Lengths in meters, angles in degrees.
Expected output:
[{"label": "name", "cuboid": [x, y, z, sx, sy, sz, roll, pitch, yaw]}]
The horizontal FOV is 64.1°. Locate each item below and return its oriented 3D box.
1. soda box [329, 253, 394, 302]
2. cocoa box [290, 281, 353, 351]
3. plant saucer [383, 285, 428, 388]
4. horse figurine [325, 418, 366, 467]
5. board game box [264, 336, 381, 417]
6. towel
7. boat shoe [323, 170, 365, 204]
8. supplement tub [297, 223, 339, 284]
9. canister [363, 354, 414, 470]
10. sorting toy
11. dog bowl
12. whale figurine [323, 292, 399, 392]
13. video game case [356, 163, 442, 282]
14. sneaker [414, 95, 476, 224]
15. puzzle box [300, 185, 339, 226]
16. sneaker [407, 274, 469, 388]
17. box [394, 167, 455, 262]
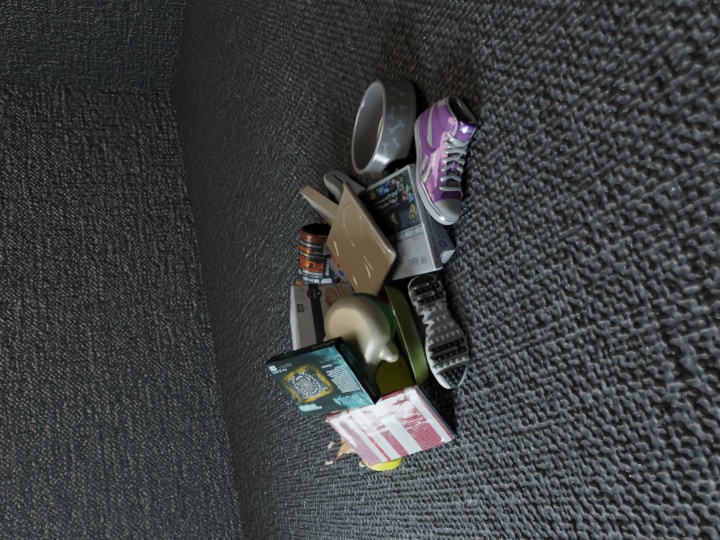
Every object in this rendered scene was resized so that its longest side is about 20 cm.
[{"label": "soda box", "cuboid": [0.000, 0.000, 1.261, 0.200, 0.063, 0.070, -138, 48, -55]}, {"label": "cocoa box", "cuboid": [-0.072, 0.140, 1.198, 0.134, 0.131, 0.201, 99, 164, -47]}, {"label": "plant saucer", "cuboid": [0.088, 0.119, 1.063, 0.200, 0.031, 0.201, 162, 90, -89]}, {"label": "horse figurine", "cuboid": [-0.041, 0.381, 1.392, 0.132, 0.050, 0.201, -25, 65, 35]}, {"label": "board game box", "cuboid": [-0.072, 0.200, 1.052, 0.200, 0.028, 0.136, -21, 109, 41]}, {"label": "towel", "cuboid": [0.055, 0.285, 1.056, 0.200, 0.144, 0.023, -27, 24, 28]}, {"label": "boat shoe", "cuboid": [-0.022, -0.154, 1.287, 0.200, 0.072, 0.071, -124, 18, -47]}, {"label": "supplement tub", "cuboid": [-0.102, -0.008, 1.423, 0.107, 0.107, 0.201, 39, 130, 56]}, {"label": "canister", "cuboid": [0.048, 0.279, 1.159, 0.149, 0.086, 0.201, -110, 23, -51]}, {"label": "sorting toy", "cuboid": [0.001, -0.044, 1.111, 0.185, 0.036, 0.200, 58, 151, 28]}, {"label": "dog bowl", "cuboid": [0.038, -0.266, 1.091, 0.200, 0.058, 0.201, -173, 90, -70]}, {"label": "whale figurine", "cuboid": [0.008, 0.137, 1.056, 0.159, 0.104, 0.201, 4, 107, 32]}, {"label": "video game case", "cuboid": [0.064, -0.076, 1.043, 0.200, 0.023, 0.183, -17, 87, 61]}, {"label": "sneaker", "cuboid": [0.143, -0.181, 0.924, 0.114, 0.072, 0.201, -24, 74, 59]}, {"label": "puzzle box", "cuboid": [-0.050, -0.113, 1.280, 0.133, 0.025, 0.200, 47, 175, -38]}, {"label": "sneaker", "cuboid": [0.134, 0.109, 1.012, 0.081, 0.075, 0.201, 105, 152, -68]}, {"label": "box", "cuboid": [0.110, -0.103, 1.041, 0.042, 0.039, 0.201, 115, 141, -49]}]
